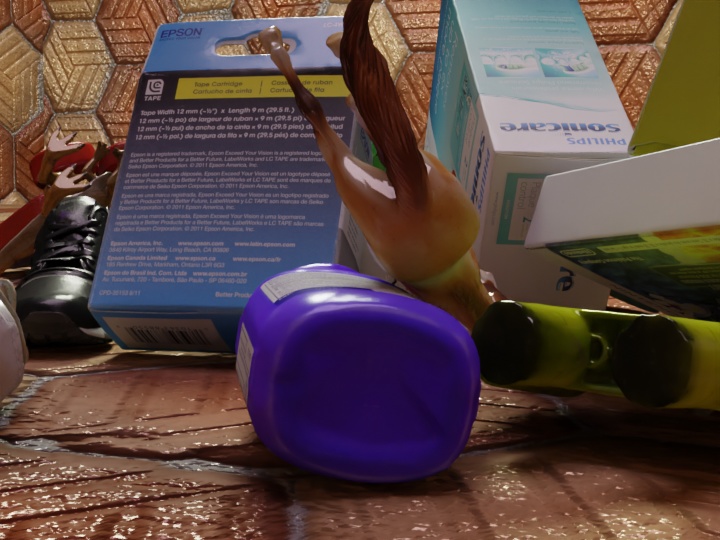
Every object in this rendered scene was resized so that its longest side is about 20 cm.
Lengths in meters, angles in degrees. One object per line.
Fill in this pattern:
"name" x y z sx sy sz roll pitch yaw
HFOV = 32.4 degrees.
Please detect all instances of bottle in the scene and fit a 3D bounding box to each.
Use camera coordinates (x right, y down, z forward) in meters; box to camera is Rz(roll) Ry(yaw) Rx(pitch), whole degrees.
"bottle" -0.010 0.033 0.510 0.083 0.066 0.200 8 3 -10

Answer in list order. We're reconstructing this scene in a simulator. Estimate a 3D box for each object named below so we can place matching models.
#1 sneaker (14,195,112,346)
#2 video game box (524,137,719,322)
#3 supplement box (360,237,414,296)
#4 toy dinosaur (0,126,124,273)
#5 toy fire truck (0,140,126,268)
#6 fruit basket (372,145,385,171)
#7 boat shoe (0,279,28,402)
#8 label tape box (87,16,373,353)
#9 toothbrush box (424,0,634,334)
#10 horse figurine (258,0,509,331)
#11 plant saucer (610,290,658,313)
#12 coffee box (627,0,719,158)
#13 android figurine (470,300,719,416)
"sneaker" -0.192 -0.003 0.795 0.075 0.089 0.200 0 5 -6
"video game box" 0.196 0.001 0.547 0.181 0.047 0.200 21 -8 -17
"supplement box" 0.000 0.000 0.854 0.125 0.074 0.200 3 4 24
"toy dinosaur" -0.222 -0.040 0.920 0.060 0.107 0.200 40 59 23
"toy fire truck" -0.286 -0.048 1.268 0.167 0.113 0.199 -26 -9 35
"fruit basket" -0.076 -0.069 0.985 0.215 0.156 0.216 -34 0 0
"boat shoe" -0.186 0.025 0.554 0.068 0.076 0.199 -10 9 -35
"label tape box" -0.068 -0.052 0.740 0.142 0.202 0.066 1 -29 13
"toothbrush box" 0.095 -0.068 0.751 0.084 0.147 0.201 -1 41 -6
"horse figurine" 0.017 -0.033 0.520 0.050 0.133 0.200 -32 -20 -1
"plant saucer" 0.139 -0.028 0.926 0.199 0.028 0.200 30 0 0
"coffee box" 0.271 -0.088 0.632 0.198 0.201 0.198 19 -10 23
"android figurine" 0.138 0.040 0.498 0.181 0.042 0.199 5 -4 41
